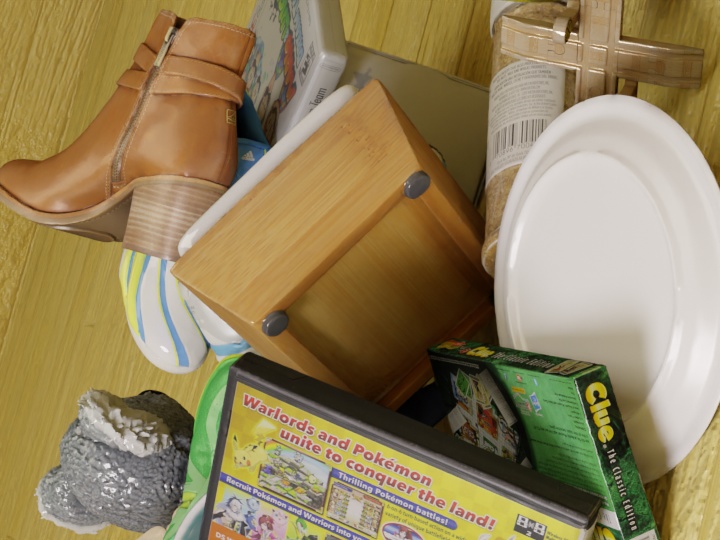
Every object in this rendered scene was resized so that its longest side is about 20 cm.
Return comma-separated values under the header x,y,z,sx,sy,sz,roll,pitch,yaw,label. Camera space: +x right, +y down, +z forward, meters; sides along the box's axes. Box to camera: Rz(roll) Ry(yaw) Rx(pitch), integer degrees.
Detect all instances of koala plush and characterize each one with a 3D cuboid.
x,y,z,sx,sy,sz,roll,pitch,yaw,label
-0.135,0.154,1.406,0.178,0.198,0.185,129,152,-47,koala plush

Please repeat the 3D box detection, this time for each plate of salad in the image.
x,y,z,sx,sy,sz,roll,pitch,yaw,label
0.135,0.010,0.975,0.199,0.048,0.202,5,96,59,plate of salad

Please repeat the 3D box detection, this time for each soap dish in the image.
x,y,z,sx,sy,sz,roll,pitch,yaw,label
0.000,0.000,1.103,0.157,0.200,0.081,-43,54,0,soap dish

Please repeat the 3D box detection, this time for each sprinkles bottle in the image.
x,y,z,sx,sy,sz,roll,pitch,yaw,label
0.108,-0.087,1.124,0.068,0.068,0.202,132,150,-51,sprinkles bottle

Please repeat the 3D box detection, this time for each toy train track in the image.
x,y,z,sx,sy,sz,roll,pitch,yaw,label
0.126,-0.148,0.995,0.033,0.114,0.202,-55,-29,-50,toy train track

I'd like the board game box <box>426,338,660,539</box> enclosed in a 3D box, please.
x,y,z,sx,sy,sz,roll,pitch,yaw,label
0.093,0.093,0.991,0.200,0.023,0.106,-173,65,-71,board game box

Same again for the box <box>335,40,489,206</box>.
x,y,z,sx,sy,sz,roll,pitch,yaw,label
0.002,-0.096,1.348,0.200,0.127,0.110,-156,82,-72,box

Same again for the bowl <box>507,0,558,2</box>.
x,y,z,sx,sy,sz,roll,pitch,yaw,label
0.144,-0.238,1.092,0.201,0.107,0.201,-54,25,41,bowl

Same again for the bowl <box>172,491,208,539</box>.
x,y,z,sx,sy,sz,roll,pitch,yaw,label
0.000,0.169,1.062,0.202,0.200,0.105,-62,-2,27,bowl

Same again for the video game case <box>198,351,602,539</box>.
x,y,z,sx,sy,sz,roll,pitch,yaw,label
0.009,0.158,0.963,0.025,0.198,0.182,-39,-34,-57,video game case

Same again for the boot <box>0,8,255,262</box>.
x,y,z,sx,sy,sz,roll,pitch,yaw,label
-0.150,-0.095,1.217,0.199,0.073,0.156,14,89,35,boot

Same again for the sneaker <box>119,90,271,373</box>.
x,y,z,sx,sy,sz,roll,pitch,yaw,label
-0.107,-0.038,1.241,0.105,0.075,0.202,-30,55,58,sneaker

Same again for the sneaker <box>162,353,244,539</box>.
x,y,z,sx,sy,sz,roll,pitch,yaw,label
-0.079,0.151,1.131,0.084,0.073,0.202,-90,13,-83,sneaker

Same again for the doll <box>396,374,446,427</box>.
x,y,z,sx,sy,sz,roll,pitch,yaw,label
-0.020,0.113,1.205,0.199,0.048,0.137,-38,36,9,doll

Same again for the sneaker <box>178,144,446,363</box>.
x,y,z,sx,sy,sz,roll,pitch,yaw,label
-0.032,-0.026,1.203,0.200,0.087,0.075,-41,13,-13,sneaker

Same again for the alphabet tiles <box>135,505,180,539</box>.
x,y,z,sx,sy,sz,roll,pitch,yaw,label
-0.103,0.225,1.214,0.195,0.015,0.200,-38,36,5,alphabet tiles

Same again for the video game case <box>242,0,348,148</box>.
x,y,z,sx,sy,sz,roll,pitch,yaw,label
-0.059,-0.132,1.313,0.201,0.023,0.183,-99,29,-50,video game case
